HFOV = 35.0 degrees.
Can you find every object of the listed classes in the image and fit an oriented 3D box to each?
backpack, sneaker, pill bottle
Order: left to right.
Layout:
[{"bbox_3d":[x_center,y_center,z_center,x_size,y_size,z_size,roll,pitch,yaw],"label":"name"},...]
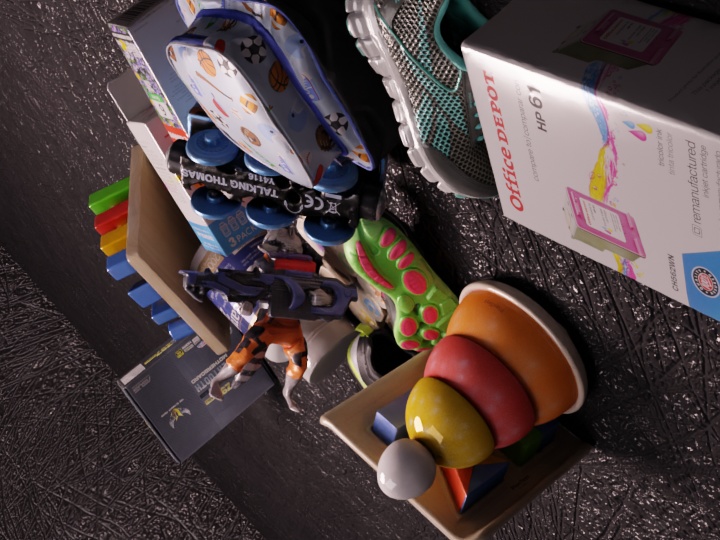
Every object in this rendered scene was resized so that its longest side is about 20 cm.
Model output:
[{"bbox_3d":[-0.099,0.036,1.344,0.200,0.111,0.111,43,158,17],"label":"pill bottle"},{"bbox_3d":[-0.056,-0.166,0.876,0.190,0.153,0.201,37,161,54],"label":"backpack"},{"bbox_3d":[0.043,0.003,1.081,0.084,0.076,0.201,-102,-13,-46],"label":"sneaker"},{"bbox_3d":[0.059,0.140,1.245,0.200,0.072,0.083,43,156,1],"label":"sneaker"},{"bbox_3d":[0.068,-0.128,0.788,0.090,0.078,0.201,3,139,43],"label":"sneaker"}]

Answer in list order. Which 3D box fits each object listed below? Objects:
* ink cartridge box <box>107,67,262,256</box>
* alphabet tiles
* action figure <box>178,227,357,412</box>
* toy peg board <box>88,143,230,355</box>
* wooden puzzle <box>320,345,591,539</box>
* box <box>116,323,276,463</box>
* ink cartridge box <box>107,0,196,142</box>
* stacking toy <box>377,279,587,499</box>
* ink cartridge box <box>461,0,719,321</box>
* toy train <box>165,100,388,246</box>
[{"bbox_3d":[-0.153,-0.131,1.156,0.201,0.115,0.068,59,161,-22],"label":"ink cartridge box"},{"bbox_3d":[0.000,0.000,1.219,0.196,0.015,0.200,46,159,11],"label":"alphabet tiles"},{"bbox_3d":[-0.115,0.043,1.229,0.198,0.196,0.104,15,-177,-24],"label":"action figure"},{"bbox_3d":[-0.254,-0.012,1.413,0.200,0.097,0.201,53,-159,-42],"label":"toy peg board"},{"bbox_3d":[0.091,0.143,1.061,0.199,0.184,0.047,35,135,30],"label":"wooden puzzle"},{"bbox_3d":[-0.250,0.172,1.760,0.159,0.199,0.051,59,163,-23],"label":"box"},{"bbox_3d":[-0.140,-0.172,1.075,0.050,0.109,0.201,22,146,50],"label":"ink cartridge box"},{"bbox_3d":[0.085,0.119,0.985,0.146,0.200,0.147,41,158,21],"label":"stacking toy"},{"bbox_3d":[0.165,-0.071,0.663,0.199,0.084,0.145,32,153,42],"label":"ink cartridge box"},{"bbox_3d":[-0.066,-0.094,0.990,0.197,0.115,0.087,13,134,10],"label":"toy train"}]
